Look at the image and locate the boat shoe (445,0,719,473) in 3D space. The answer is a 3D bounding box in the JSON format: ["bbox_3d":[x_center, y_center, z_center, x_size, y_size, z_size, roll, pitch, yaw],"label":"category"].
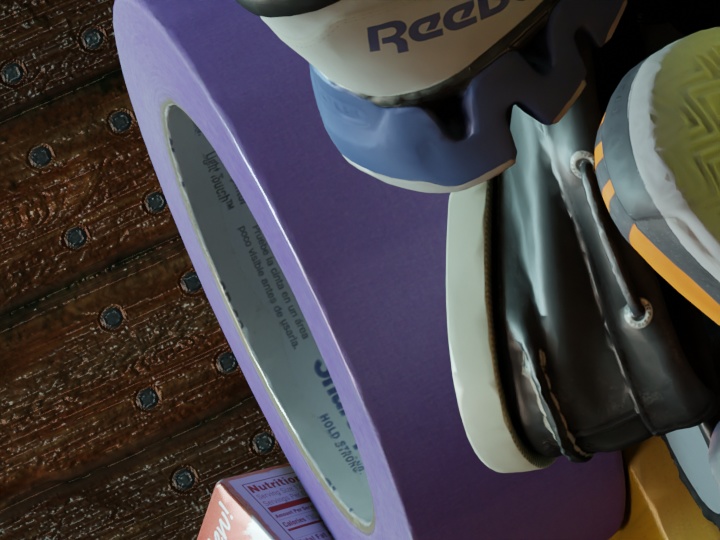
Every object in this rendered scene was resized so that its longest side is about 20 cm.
[{"bbox_3d":[0.059,-0.053,0.705,0.074,0.066,0.201,32,-123,-60],"label":"boat shoe"}]

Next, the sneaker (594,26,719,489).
[{"bbox_3d":[0.101,0.021,0.623,0.199,0.112,0.078,26,-125,-34],"label":"sneaker"}]

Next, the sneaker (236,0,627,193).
[{"bbox_3d":[0.036,-0.118,0.621,0.080,0.200,0.115,36,-178,36],"label":"sneaker"}]

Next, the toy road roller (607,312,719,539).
[{"bbox_3d":[0.146,0.070,0.796,0.200,0.122,0.147,104,141,-78],"label":"toy road roller"}]

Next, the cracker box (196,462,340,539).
[{"bbox_3d":[0.013,0.170,0.917,0.200,0.057,0.134,44,128,34],"label":"cracker box"}]

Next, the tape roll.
[{"bbox_3d":[0.000,0.000,0.847,0.201,0.065,0.200,61,170,18],"label":"tape roll"}]
